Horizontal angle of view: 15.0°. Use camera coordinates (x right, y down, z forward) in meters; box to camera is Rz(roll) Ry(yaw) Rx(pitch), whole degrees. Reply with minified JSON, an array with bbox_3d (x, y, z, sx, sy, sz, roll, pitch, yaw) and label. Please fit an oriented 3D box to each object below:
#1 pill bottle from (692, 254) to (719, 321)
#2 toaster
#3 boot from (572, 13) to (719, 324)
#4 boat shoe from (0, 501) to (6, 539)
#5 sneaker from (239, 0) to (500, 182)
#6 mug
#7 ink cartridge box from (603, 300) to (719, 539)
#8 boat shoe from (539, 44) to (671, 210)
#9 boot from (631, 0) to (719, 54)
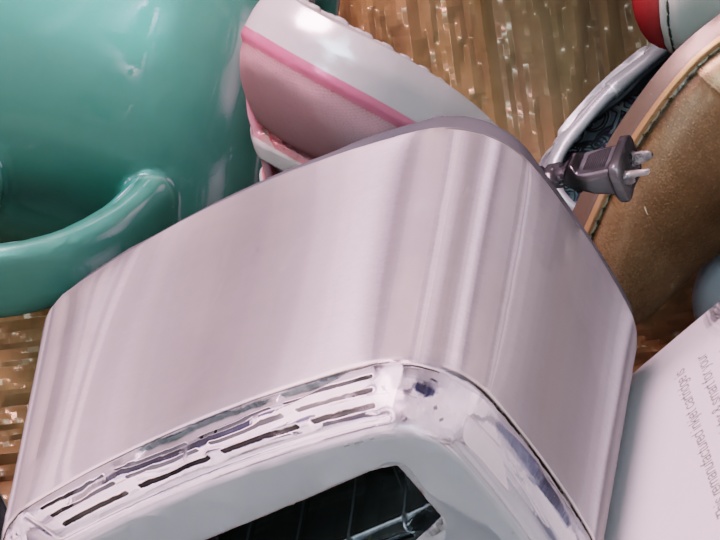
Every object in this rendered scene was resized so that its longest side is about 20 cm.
[{"bbox_3d":[0.175,0.012,0.858,0.200,0.111,0.111,-40,80,-1],"label":"pill bottle"},{"bbox_3d":[-0.006,0.047,0.743,0.200,0.129,0.114,-23,120,24],"label":"toaster"},{"bbox_3d":[0.139,-0.046,0.804,0.200,0.074,0.075,-46,66,9],"label":"boot"},{"bbox_3d":[-0.170,0.057,0.900,0.074,0.066,0.200,-30,80,1],"label":"boat shoe"},{"bbox_3d":[0.000,0.000,0.831,0.075,0.200,0.105,30,81,28],"label":"sneaker"},{"bbox_3d":[-0.075,-0.060,0.871,0.114,0.152,0.186,13,80,5],"label":"mug"},{"bbox_3d":[0.143,0.049,0.728,0.200,0.146,0.084,-42,107,15],"label":"ink cartridge box"},{"bbox_3d":[0.144,-0.067,0.892,0.200,0.072,0.070,-34,80,0],"label":"boat shoe"},{"bbox_3d":[0.056,-0.140,0.880,0.144,0.073,0.200,-1,45,7],"label":"boot"}]
